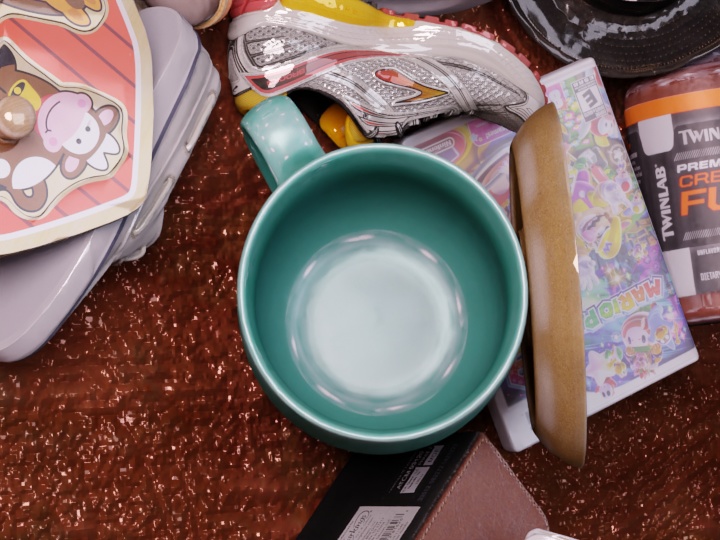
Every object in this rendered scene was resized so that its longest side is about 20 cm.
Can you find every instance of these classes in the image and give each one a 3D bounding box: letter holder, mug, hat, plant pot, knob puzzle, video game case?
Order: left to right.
[{"bbox_3d":[-0.176,-0.095,0.901,0.218,0.030,0.222,6,77,-26],"label":"knob puzzle"},{"bbox_3d":[0.010,0.005,1.041,0.150,0.114,0.187,1,79,-1],"label":"mug"},{"bbox_3d":[0.023,0.209,1.048,0.142,0.100,0.200,52,55,-23],"label":"letter holder"},{"bbox_3d":[0.101,0.009,1.075,0.027,0.200,0.202,-4,84,2],"label":"plant pot"},{"bbox_3d":[0.115,-0.010,1.185,0.142,0.018,0.202,-24,99,-21],"label":"video game case"},{"bbox_3d":[0.169,-0.224,1.188,0.198,0.081,0.203,1,84,-5],"label":"hat"}]

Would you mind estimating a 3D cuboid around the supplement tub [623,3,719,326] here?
[{"bbox_3d":[0.227,-0.067,1.260,0.106,0.106,0.202,-6,86,-40],"label":"supplement tub"}]

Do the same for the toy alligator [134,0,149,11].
[{"bbox_3d":[-0.171,-0.120,0.966,0.199,0.054,0.060,-17,94,-40],"label":"toy alligator"}]

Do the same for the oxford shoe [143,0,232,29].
[{"bbox_3d":[-0.145,-0.194,0.984,0.200,0.071,0.073,48,39,-12],"label":"oxford shoe"}]

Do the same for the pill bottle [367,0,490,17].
[{"bbox_3d":[0.024,-0.254,1.114,0.112,0.112,0.202,2,81,-39],"label":"pill bottle"}]

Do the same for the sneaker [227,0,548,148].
[{"bbox_3d":[0.013,-0.103,1.105,0.198,0.078,0.083,11,83,-21],"label":"sneaker"}]

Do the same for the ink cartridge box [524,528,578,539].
[{"bbox_3d":[0.132,0.231,1.073,0.200,0.083,0.147,36,70,-67],"label":"ink cartridge box"}]

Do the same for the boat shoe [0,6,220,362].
[{"bbox_3d":[-0.130,-0.035,0.983,0.066,0.071,0.201,48,57,-47],"label":"boat shoe"}]
